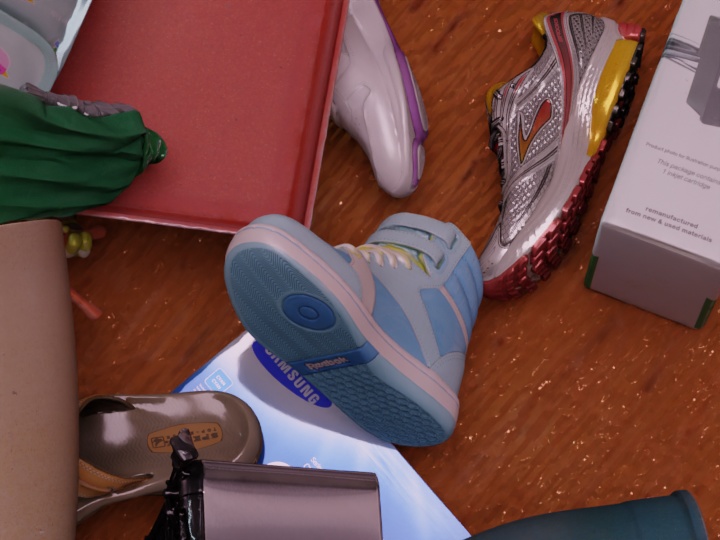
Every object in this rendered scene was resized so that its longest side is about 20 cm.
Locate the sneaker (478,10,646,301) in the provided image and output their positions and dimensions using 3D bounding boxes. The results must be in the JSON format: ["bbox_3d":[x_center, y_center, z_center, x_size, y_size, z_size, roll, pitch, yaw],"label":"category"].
[{"bbox_3d":[0.108,-0.071,1.697,0.082,0.078,0.200,19,67,10],"label":"sneaker"}]

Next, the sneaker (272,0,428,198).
[{"bbox_3d":[-0.020,-0.126,1.713,0.099,0.075,0.200,-22,68,1],"label":"sneaker"}]

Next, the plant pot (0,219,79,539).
[{"bbox_3d":[-0.228,0.093,1.500,0.187,0.187,0.201,-15,88,-4],"label":"plant pot"}]

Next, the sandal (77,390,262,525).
[{"bbox_3d":[-0.153,0.106,1.594,0.199,0.054,0.081,-12,67,-12],"label":"sandal"}]

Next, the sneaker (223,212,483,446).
[{"bbox_3d":[0.000,0.000,1.601,0.079,0.200,0.131,-5,52,35],"label":"sneaker"}]

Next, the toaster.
[{"bbox_3d":[-0.059,0.204,1.506,0.118,0.200,0.181,2,68,-12],"label":"toaster"}]

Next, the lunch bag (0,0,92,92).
[{"bbox_3d":[-0.243,-0.170,1.577,0.170,0.122,0.200,29,77,-22],"label":"lunch bag"}]

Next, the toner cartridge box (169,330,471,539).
[{"bbox_3d":[-0.023,0.129,1.652,0.095,0.043,0.200,-40,79,-11],"label":"toner cartridge box"}]

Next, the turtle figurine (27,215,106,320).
[{"bbox_3d":[-0.198,-0.069,1.694,0.200,0.064,0.161,39,72,11],"label":"turtle figurine"}]

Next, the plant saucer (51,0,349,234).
[{"bbox_3d":[-0.112,-0.114,1.654,0.199,0.037,0.200,7,69,7],"label":"plant saucer"}]

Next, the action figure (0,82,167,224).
[{"bbox_3d":[-0.183,-0.065,1.540,0.055,0.200,0.118,45,120,30],"label":"action figure"}]

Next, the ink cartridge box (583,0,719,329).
[{"bbox_3d":[0.209,-0.084,1.658,0.083,0.147,0.200,21,75,6],"label":"ink cartridge box"}]

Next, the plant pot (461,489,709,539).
[{"bbox_3d":[0.097,0.227,1.543,0.187,0.200,0.201,-2,75,-2],"label":"plant pot"}]
